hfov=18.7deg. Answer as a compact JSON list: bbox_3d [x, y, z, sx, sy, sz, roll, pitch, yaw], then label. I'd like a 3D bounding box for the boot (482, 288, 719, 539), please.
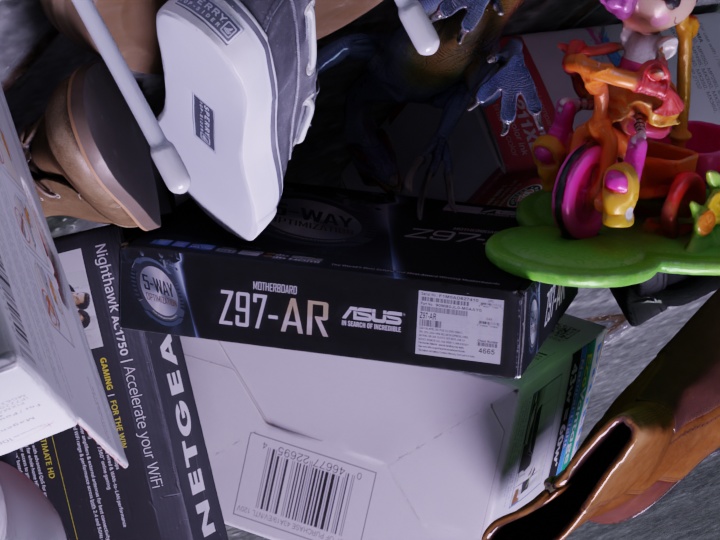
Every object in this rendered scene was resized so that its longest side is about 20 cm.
[{"bbox_3d":[0.155,0.066,1.136,0.188,0.069,0.200,-42,166,18],"label":"boot"}]

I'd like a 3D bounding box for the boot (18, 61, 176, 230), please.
[{"bbox_3d":[-0.131,-0.047,1.005,0.075,0.074,0.200,-11,176,-1],"label":"boot"}]

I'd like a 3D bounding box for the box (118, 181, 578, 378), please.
[{"bbox_3d":[0.000,0.000,1.087,0.199,0.044,0.160,7,-164,15],"label":"box"}]

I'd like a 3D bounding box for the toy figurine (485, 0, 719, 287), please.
[{"bbox_3d":[0.141,-0.102,1.050,0.150,0.185,0.199,17,-159,38],"label":"toy figurine"}]

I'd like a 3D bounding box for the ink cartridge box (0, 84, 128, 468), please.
[{"bbox_3d":[-0.158,-0.023,0.865,0.043,0.201,0.174,-21,161,-1],"label":"ink cartridge box"}]

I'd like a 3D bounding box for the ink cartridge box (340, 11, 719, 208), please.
[{"bbox_3d":[0.113,-0.068,1.239,0.199,0.083,0.146,-10,157,-32],"label":"ink cartridge box"}]

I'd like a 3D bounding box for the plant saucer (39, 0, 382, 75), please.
[{"bbox_3d":[-0.042,-0.141,0.950,0.199,0.030,0.200,-21,162,-7],"label":"plant saucer"}]

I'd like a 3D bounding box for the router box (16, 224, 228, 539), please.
[{"bbox_3d":[-0.158,0.087,1.117,0.148,0.201,0.051,-13,-179,16],"label":"router box"}]

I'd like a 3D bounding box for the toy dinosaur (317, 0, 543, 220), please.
[{"bbox_3d":[0.043,-0.097,1.083,0.200,0.105,0.181,-40,-171,-7],"label":"toy dinosaur"}]

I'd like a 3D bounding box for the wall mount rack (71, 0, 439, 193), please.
[{"bbox_3d":[-0.067,-0.128,0.824,0.199,0.075,0.174,-27,137,12],"label":"wall mount rack"}]

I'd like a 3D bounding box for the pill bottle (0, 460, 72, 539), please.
[{"bbox_3d":[-0.165,0.144,0.906,0.110,0.111,0.200,-21,144,-4],"label":"pill bottle"}]

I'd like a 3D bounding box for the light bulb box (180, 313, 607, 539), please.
[{"bbox_3d":[0.015,0.077,1.238,0.197,0.126,0.200,17,-167,17],"label":"light bulb box"}]

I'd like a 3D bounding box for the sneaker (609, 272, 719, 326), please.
[{"bbox_3d":[0.191,-0.019,1.248,0.104,0.060,0.200,-25,165,-1],"label":"sneaker"}]

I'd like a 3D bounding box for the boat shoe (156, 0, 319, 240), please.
[{"bbox_3d":[-0.049,-0.080,0.967,0.068,0.072,0.200,-43,164,-19],"label":"boat shoe"}]

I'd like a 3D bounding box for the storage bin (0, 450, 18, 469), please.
[{"bbox_3d":[-0.213,0.032,0.985,0.145,0.201,0.135,-13,150,-27],"label":"storage bin"}]
